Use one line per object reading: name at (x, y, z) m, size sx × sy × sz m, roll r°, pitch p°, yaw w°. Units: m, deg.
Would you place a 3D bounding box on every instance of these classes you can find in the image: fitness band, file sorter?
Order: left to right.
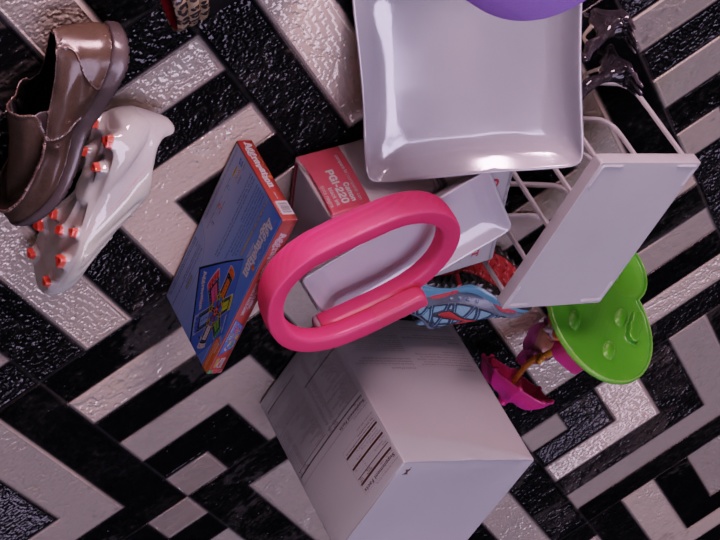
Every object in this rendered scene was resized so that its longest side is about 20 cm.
fitness band at (0.000, 0.000, 1.706) m, size 0.199 × 0.038 × 0.144 m, roll -26°, pitch 142°, yaw -9°
file sorter at (0.210, -0.077, 1.876) m, size 0.138 × 0.125 × 0.201 m, roll -2°, pitch 137°, yaw -38°

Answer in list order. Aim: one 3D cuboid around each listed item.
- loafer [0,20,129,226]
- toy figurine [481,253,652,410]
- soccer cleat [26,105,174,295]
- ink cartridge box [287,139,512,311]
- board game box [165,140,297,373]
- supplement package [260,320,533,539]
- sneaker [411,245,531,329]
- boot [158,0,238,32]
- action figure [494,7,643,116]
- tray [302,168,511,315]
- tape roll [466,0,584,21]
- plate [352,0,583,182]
loafer at (-0.256, -0.124, 1.511) m, size 0.071 × 0.073 × 0.201 m, roll 12°, pitch 123°, yaw -33°
toy figurine at (0.215, 0.073, 2.092) m, size 0.150 × 0.201 × 0.184 m, roll 39°, pitch 136°, yaw -14°
soccer cleat at (-0.223, -0.055, 1.620) m, size 0.077 × 0.069 × 0.201 m, roll -1°, pitch 133°, yaw -42°
ink cartridge box at (0.037, -0.058, 1.803) m, size 0.199 × 0.085 × 0.146 m, roll -18°, pitch 145°, yaw -22°
board game box at (-0.120, -0.010, 1.722) m, size 0.019 × 0.103 × 0.201 m, roll -3°, pitch 138°, yaw -35°
supplement package at (0.037, 0.172, 1.993) m, size 0.190 × 0.201 × 0.147 m, roll 4°, pitch 133°, yaw -40°
sneaker at (0.092, 0.018, 1.970) m, size 0.199 × 0.080 × 0.095 m, roll 13°, pitch 140°, yaw -38°
boot at (-0.094, -0.272, 1.438) m, size 0.150 × 0.073 × 0.200 m, roll -24°, pitch 151°, yaw -10°
action figure at (0.167, -0.176, 1.736) m, size 0.199 × 0.102 × 0.120 m, roll -20°, pitch 132°, yaw -17°
tray at (0.042, -0.022, 1.756) m, size 0.199 × 0.022 × 0.108 m, roll -30°, pitch 144°, yaw -1°
tape roll at (0.129, -0.299, 1.457) m, size 0.200 × 0.201 × 0.065 m, roll -45°, pitch 145°, yaw 20°
plate at (0.096, -0.177, 1.659) m, size 0.198 × 0.032 × 0.201 m, roll -4°, pitch 123°, yaw 1°
